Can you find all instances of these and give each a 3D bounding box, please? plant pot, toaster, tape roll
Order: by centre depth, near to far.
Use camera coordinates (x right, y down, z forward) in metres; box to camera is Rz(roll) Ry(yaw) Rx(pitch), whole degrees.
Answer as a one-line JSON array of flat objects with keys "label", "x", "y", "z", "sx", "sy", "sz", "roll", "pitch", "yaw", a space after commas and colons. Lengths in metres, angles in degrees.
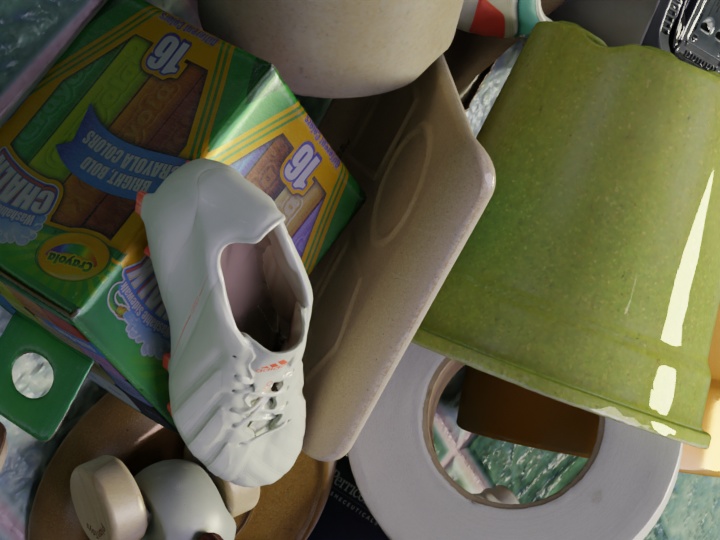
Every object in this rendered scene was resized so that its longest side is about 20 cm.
[{"label": "plant pot", "x": -0.011, "y": -0.192, "z": 1.083, "sx": 0.200, "sy": 0.200, "sz": 0.184, "roll": -31, "pitch": 145, "yaw": -33}, {"label": "plant pot", "x": 0.123, "y": -0.026, "z": 1.203, "sx": 0.200, "sy": 0.200, "sz": 0.185, "roll": 18, "pitch": 93, "yaw": -53}, {"label": "plant pot", "x": -0.092, "y": 0.131, "z": 1.273, "sx": 0.199, "sy": 0.027, "sz": 0.201, "roll": -19, "pitch": 129, "yaw": -25}, {"label": "tape roll", "x": 0.091, "y": 0.090, "z": 1.318, "sx": 0.203, "sy": 0.202, "sz": 0.037, "roll": -54, "pitch": 166, "yaw": -9}, {"label": "toaster", "x": 0.177, "y": -0.185, "z": 1.337, "sx": 0.113, "sy": 0.129, "sz": 0.201, "roll": 16, "pitch": 101, "yaw": -53}, {"label": "plant pot", "x": 0.173, "y": 0.025, "z": 1.434, "sx": 0.200, "sy": 0.199, "sz": 0.185, "roll": 9, "pitch": 89, "yaw": -51}]

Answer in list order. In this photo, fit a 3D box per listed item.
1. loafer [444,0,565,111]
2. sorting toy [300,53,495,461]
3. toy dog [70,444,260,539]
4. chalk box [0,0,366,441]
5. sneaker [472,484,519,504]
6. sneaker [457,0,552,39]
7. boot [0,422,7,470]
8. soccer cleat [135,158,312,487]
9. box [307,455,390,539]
[{"label": "loafer", "x": 0.083, "y": -0.169, "z": 1.284, "sx": 0.073, "sy": 0.071, "sz": 0.201, "roll": 26, "pitch": 92, "yaw": -53}, {"label": "sorting toy", "x": 0.008, "y": -0.023, "z": 1.170, "sx": 0.036, "sy": 0.200, "sz": 0.186, "roll": 19, "pitch": 114, "yaw": -22}, {"label": "toy dog", "x": -0.091, "y": 0.178, "z": 1.219, "sx": 0.131, "sy": 0.096, "sz": 0.201, "roll": -33, "pitch": 135, "yaw": -13}, {"label": "chalk box", "x": -0.117, "y": -0.012, "z": 1.108, "sx": 0.200, "sy": 0.124, "sz": 0.124, "roll": -52, "pitch": 143, "yaw": -13}, {"label": "sneaker", "x": 0.053, "y": 0.238, "z": 1.526, "sx": 0.080, "sy": 0.070, "sz": 0.202, "roll": -5, "pitch": 116, "yaw": -29}, {"label": "sneaker", "x": 0.091, "y": -0.221, "z": 1.221, "sx": 0.093, "sy": 0.070, "sz": 0.201, "roll": 12, "pitch": 103, "yaw": -7}, {"label": "boot", "x": -0.244, "y": 0.178, "z": 1.137, "sx": 0.200, "sy": 0.070, "sz": 0.147, "roll": -39, "pitch": 144, "yaw": -25}, {"label": "soccer cleat", "x": -0.053, "y": 0.037, "z": 1.047, "sx": 0.069, "sy": 0.077, "sz": 0.201, "roll": -38, "pitch": 138, "yaw": -27}, {"label": "box", "x": 0.000, "y": 0.238, "z": 1.387, "sx": 0.201, "sy": 0.148, "sz": 0.104, "roll": -57, "pitch": 142, "yaw": -8}]
